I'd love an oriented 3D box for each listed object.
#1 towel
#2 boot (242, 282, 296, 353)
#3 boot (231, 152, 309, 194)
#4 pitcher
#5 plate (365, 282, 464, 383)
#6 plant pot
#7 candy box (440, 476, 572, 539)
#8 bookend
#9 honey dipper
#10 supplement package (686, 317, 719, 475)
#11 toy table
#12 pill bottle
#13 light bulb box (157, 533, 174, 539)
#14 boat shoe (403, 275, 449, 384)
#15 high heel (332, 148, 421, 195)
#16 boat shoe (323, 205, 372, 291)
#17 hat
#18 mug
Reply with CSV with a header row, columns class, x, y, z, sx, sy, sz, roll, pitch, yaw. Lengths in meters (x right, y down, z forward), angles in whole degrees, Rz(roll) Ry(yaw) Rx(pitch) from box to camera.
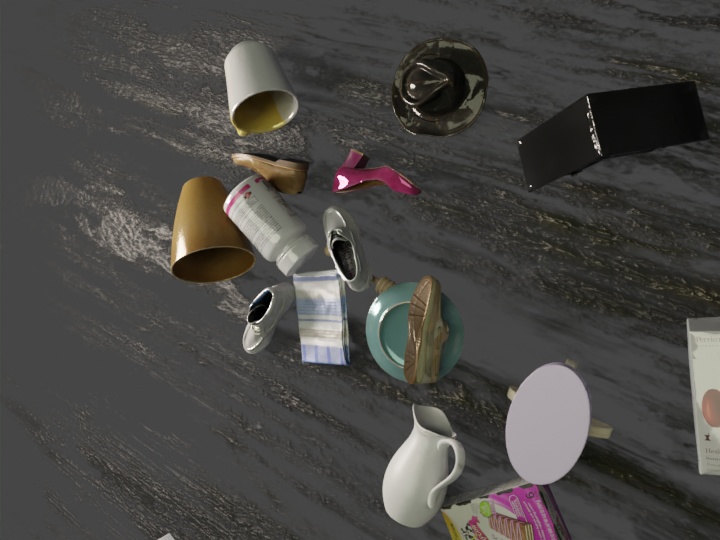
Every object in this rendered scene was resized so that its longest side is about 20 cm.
class,x,y,z,sx,sy,sz,roll,pitch,yaw
towel,-0.084,0.099,1.262,0.145,0.024,0.204,-2,95,40
boot,-0.225,0.108,1.315,0.073,0.095,0.201,42,111,21
boot,-0.205,-0.216,1.308,0.197,0.073,0.077,17,111,25
pitcher,0.122,0.378,1.103,0.171,0.119,0.203,-141,68,-68
plate,0.101,0.124,1.150,0.196,0.026,0.204,3,100,18
plant pot,-0.342,-0.101,1.339,0.184,0.185,0.203,-25,68,27
candy box,0.262,0.463,1.081,0.198,0.061,0.138,-28,79,28
bookend,0.389,-0.207,0.946,0.200,0.195,0.094,155,103,-72
honey dipper,0.000,0.000,1.219,0.199,0.038,0.038,33,107,26
supplement package,0.575,0.172,0.843,0.188,0.146,0.204,-6,91,29
toy table,0.326,0.246,1.003,0.182,0.117,0.203,31,107,24
pill bottle,-0.187,-0.093,1.263,0.200,0.113,0.113,48,113,6
light bulb box,-0.548,0.800,1.472,0.124,0.199,0.200,38,110,22
boat shoe,0.127,0.110,1.097,0.072,0.064,0.204,-153,68,-68
high heel,0.028,-0.164,1.172,0.199,0.067,0.097,31,97,29
boat shoe,-0.037,-0.052,1.198,0.071,0.068,0.203,-23,65,16
hat,0.132,-0.345,1.102,0.197,0.081,0.205,1,92,29
mug,-0.236,-0.392,1.276,0.184,0.149,0.156,-26,72,21
